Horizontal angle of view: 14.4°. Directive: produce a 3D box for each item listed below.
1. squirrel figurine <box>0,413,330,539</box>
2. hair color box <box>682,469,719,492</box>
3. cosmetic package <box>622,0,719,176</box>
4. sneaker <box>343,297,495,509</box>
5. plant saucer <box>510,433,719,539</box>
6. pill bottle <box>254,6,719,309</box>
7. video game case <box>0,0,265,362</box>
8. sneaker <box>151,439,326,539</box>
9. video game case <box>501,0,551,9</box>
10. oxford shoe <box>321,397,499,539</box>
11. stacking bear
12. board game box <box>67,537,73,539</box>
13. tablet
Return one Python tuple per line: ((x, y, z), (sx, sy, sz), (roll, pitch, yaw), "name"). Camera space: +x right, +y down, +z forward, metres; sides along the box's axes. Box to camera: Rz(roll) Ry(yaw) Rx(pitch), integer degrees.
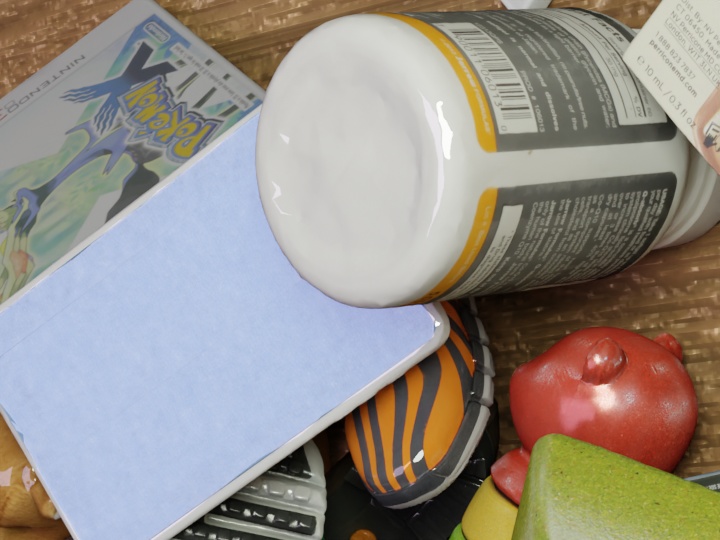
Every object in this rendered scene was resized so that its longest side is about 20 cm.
((-0.105, 0.058, 1.351), (0.142, 0.186, 0.200), (51, 126, 28), "squirrel figurine")
((0.194, 0.174, 1.159), (0.099, 0.060, 0.201), (-17, 83, 43), "hair color box")
((0.204, -0.127, 1.088), (0.087, 0.103, 0.200), (52, 129, 25), "cosmetic package")
((0.000, 0.000, 1.240), (0.077, 0.112, 0.201), (-23, 48, 27), "sneaker")
((0.125, 0.190, 1.124), (0.199, 0.048, 0.201), (19, 104, 27), "plant saucer")
((0.063, -0.049, 1.165), (0.116, 0.199, 0.117), (6, 98, 43), "pill bottle")
((-0.134, -0.044, 1.362), (0.200, 0.182, 0.022), (41, 166, 54), "video game case")
((-0.067, 0.161, 1.258), (0.081, 0.075, 0.201), (104, -177, -64), "sneaker")
((0.083, -0.232, 1.252), (0.143, 0.018, 0.200), (53, 127, 28), "video game case")
((-0.001, 0.124, 1.335), (0.073, 0.084, 0.200), (47, 116, -3), "oxford shoe")
((0.087, 0.120, 1.230), (0.113, 0.121, 0.201), (26, 107, 37), "stacking bear")
((-0.221, 0.080, 1.569), (0.199, 0.043, 0.200), (56, 128, 23), "board game box")
((-0.069, 0.028, 1.221), (0.200, 0.014, 0.131), (-36, 78, 19), "tablet")
